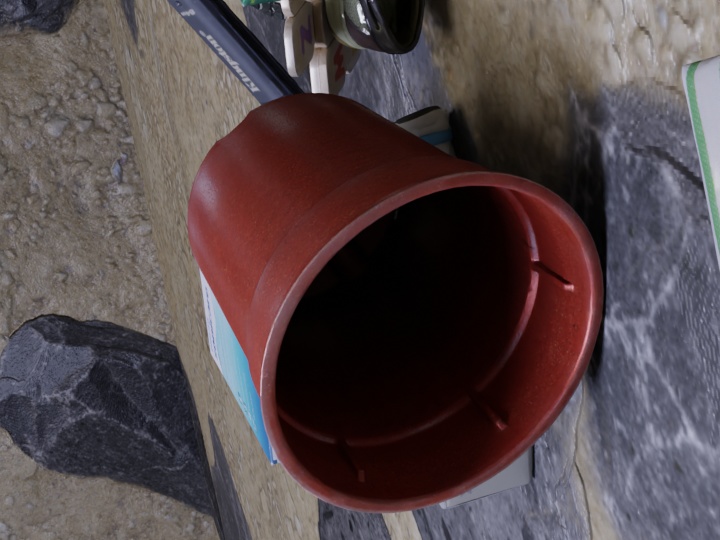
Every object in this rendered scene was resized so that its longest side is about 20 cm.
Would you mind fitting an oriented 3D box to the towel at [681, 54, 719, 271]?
[{"bbox_3d":[0.180,-0.015,0.475,0.200,0.023,0.153,-172,70,-75],"label":"towel"}]

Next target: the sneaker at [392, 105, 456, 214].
[{"bbox_3d":[0.026,-0.034,0.949,0.200,0.075,0.087,120,129,-70],"label":"sneaker"}]

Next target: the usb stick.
[{"bbox_3d":[-0.098,-0.184,1.168,0.200,0.033,0.055,48,167,-24],"label":"usb stick"}]

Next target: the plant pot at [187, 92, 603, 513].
[{"bbox_3d":[0.000,0.000,0.771,0.195,0.200,0.201,45,146,52],"label":"plant pot"}]

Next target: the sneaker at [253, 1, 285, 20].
[{"bbox_3d":[-0.079,-0.271,1.111,0.200,0.089,0.079,31,158,42],"label":"sneaker"}]

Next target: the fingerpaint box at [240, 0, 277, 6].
[{"bbox_3d":[0.035,-0.188,0.579,0.200,0.166,0.074,144,114,-74],"label":"fingerpaint box"}]

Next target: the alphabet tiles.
[{"bbox_3d":[-0.021,-0.218,0.892,0.196,0.015,0.200,-67,-24,-57],"label":"alphabet tiles"}]

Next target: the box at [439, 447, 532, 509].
[{"bbox_3d":[0.050,0.073,0.956,0.200,0.068,0.082,-126,26,-55],"label":"box"}]

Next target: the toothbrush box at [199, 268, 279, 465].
[{"bbox_3d":[-0.079,0.053,1.211,0.200,0.085,0.147,-131,32,-55],"label":"toothbrush box"}]

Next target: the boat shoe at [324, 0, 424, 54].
[{"bbox_3d":[0.015,-0.231,0.833,0.066,0.072,0.201,26,127,42],"label":"boat shoe"}]
